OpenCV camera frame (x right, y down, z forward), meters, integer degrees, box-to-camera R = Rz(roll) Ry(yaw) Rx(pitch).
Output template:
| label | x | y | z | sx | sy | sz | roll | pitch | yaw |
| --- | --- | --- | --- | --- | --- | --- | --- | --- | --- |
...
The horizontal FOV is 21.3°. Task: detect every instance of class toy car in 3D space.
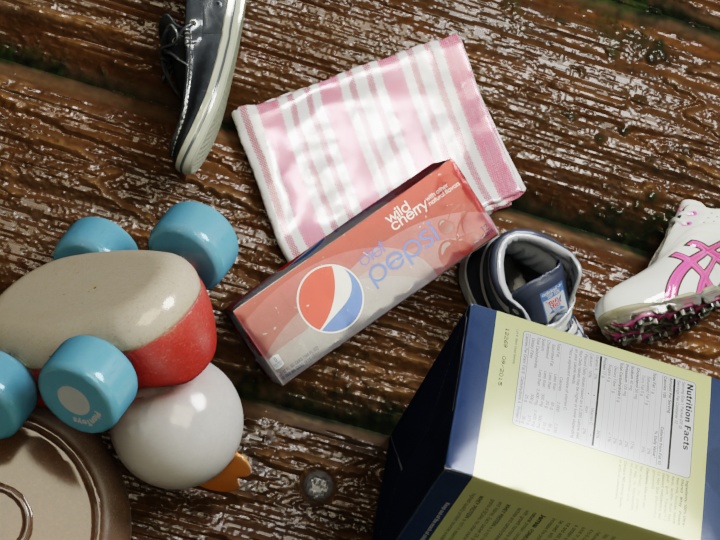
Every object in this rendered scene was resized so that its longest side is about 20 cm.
| label | x | y | z | sx | sy | sz | roll | pitch | yaw |
| --- | --- | --- | --- | --- | --- | --- | --- | --- | --- |
| toy car | -0.156 | 0.089 | 1.352 | 0.201 | 0.176 | 0.185 | 63 | 38 | -27 |

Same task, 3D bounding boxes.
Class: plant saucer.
| label | x | y | z | sx | sy | sz | roll | pitch | yaw |
| --- | --- | --- | --- | --- | --- | --- | --- | --- | --- |
| plant saucer | -0.260 | 0.179 | 1.351 | 0.199 | 0.034 | 0.202 | 3 | 75 | -11 |

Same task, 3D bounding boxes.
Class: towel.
| label | x | y | z | sx | sy | sz | roll | pitch | yaw |
| --- | --- | --- | --- | --- | --- | --- | --- | --- | --- |
| towel | 0.014 | -0.090 | 1.481 | 0.199 | 0.030 | 0.147 | -20 | 80 | -16 |

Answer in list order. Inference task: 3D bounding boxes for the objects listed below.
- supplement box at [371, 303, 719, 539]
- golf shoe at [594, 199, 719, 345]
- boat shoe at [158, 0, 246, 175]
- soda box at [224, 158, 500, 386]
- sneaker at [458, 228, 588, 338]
| label | x | y | z | sx | sy | sz | roll | pitch | yaw |
| --- | --- | --- | --- | --- | --- | --- | --- | --- | --- |
| supplement box | 0.131 | 0.153 | 1.341 | 0.198 | 0.200 | 0.135 | 17 | 55 | -7 |
| golf shoe | 0.255 | -0.004 | 1.491 | 0.199 | 0.073 | 0.092 | -20 | 74 | -28 |
| boat shoe | -0.124 | -0.165 | 1.451 | 0.062 | 0.075 | 0.201 | 10 | 69 | -4 |
| soda box | 0.000 | 0.000 | 1.416 | 0.199 | 0.063 | 0.070 | -35 | 96 | -9 |
| sneaker | 0.150 | 0.056 | 1.431 | 0.070 | 0.109 | 0.201 | -34 | 85 | -17 |
